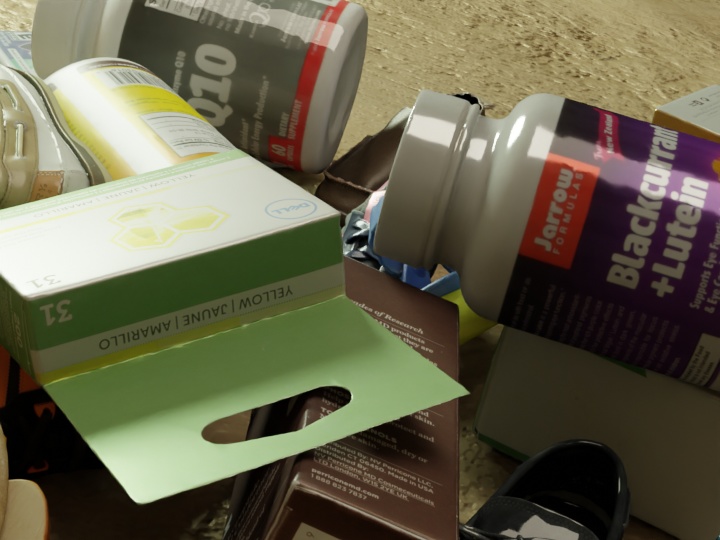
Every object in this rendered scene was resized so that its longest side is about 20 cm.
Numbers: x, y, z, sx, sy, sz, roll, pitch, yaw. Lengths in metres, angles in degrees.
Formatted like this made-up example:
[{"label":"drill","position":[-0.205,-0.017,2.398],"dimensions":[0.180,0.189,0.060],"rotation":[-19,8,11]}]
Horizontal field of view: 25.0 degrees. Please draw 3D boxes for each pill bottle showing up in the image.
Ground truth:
[{"label":"pill bottle","position":[-0.109,-0.031,0.881],"dimensions":[0.109,0.110,0.200],"rotation":[-5,31,-33]},{"label":"pill bottle","position":[0.112,-0.018,0.764],"dimensions":[0.199,0.112,0.112],"rotation":[17,26,5]},{"label":"pill bottle","position":[-0.104,-0.142,1.057],"dimensions":[0.199,0.114,0.114],"rotation":[16,26,6]}]

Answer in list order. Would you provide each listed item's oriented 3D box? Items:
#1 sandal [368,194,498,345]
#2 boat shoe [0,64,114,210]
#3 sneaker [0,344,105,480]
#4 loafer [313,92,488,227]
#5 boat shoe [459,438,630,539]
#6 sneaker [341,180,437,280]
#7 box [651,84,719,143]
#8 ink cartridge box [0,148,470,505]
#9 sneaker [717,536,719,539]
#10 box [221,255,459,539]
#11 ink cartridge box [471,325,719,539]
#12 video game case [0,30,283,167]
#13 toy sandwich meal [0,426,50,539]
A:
[{"label":"sandal","position":[0.064,-0.021,0.888],"dimensions":[0.087,0.079,0.200],"rotation":[58,27,0]},{"label":"boat shoe","position":[-0.199,-0.071,0.858],"dimensions":[0.068,0.075,0.200],"rotation":[23,7,-42]},{"label":"sneaker","position":[-0.143,0.061,0.722],"dimensions":[0.090,0.070,0.200],"rotation":[21,24,22]},{"label":"loafer","position":[0.028,-0.078,1.086],"dimensions":[0.073,0.071,0.200],"rotation":[21,27,17]},{"label":"boat shoe","position":[0.067,0.131,0.693],"dimensions":[0.074,0.063,0.200],"rotation":[24,29,18]},{"label":"sneaker","position":[0.000,0.000,0.901],"dimensions":[0.070,0.082,0.200],"rotation":[16,26,7]},{"label":"box","position":[0.274,-0.019,1.023],"dimensions":[0.199,0.125,0.097],"rotation":[27,29,28]},{"label":"ink cartridge box","position":[-0.068,0.013,0.666],"dimensions":[0.145,0.048,0.200],"rotation":[-16,26,-25]},{"label":"sneaker","position":[0.153,0.169,0.638],"dimensions":[0.080,0.077,0.200],"rotation":[26,33,7]},{"label":"box","position":[-0.008,0.084,0.692],"dimensions":[0.075,0.100,0.200],"rotation":[25,24,-7]},{"label":"ink cartridge box","position":[0.172,0.050,0.880],"dimensions":[0.146,0.083,0.200],"rotation":[24,27,20]},{"label":"video game case","position":[-0.154,-0.123,1.147],"dimensions":[0.181,0.023,0.200],"rotation":[-3,30,-31]},{"label":"toy sandwich meal","position":[-0.207,0.101,0.588],"dimensions":[0.204,0.070,0.206],"rotation":[-3,49,3]}]
